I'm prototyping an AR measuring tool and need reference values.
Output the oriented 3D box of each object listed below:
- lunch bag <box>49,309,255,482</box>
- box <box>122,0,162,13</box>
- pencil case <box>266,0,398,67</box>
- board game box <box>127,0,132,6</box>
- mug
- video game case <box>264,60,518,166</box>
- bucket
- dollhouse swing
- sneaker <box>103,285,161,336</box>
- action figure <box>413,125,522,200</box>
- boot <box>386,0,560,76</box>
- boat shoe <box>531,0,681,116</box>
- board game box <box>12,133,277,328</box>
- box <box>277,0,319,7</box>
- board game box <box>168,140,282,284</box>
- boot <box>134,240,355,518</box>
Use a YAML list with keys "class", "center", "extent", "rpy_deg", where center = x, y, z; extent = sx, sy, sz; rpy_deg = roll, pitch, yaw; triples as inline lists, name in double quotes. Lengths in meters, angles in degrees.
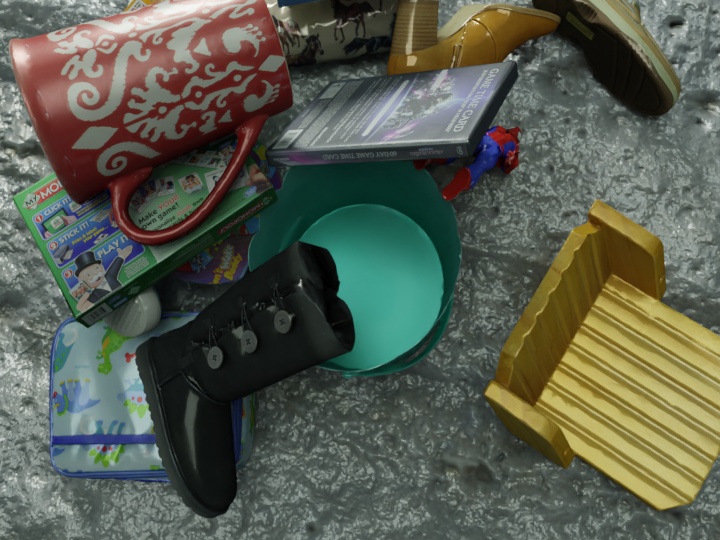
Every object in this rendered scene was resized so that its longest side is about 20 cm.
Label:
- class: "lunch bag"
  center: [-0.200, 0.124, 0.764]
  extent: [0.194, 0.083, 0.166]
  rpy_deg: [0, 80, 6]
- class: "box"
  center: [-0.216, -0.202, 0.780]
  extent: [0.041, 0.119, 0.201]
  rpy_deg: [37, 82, 11]
- class: "pencil case"
  center: [-0.014, -0.273, 0.837]
  extent: [0.194, 0.078, 0.091]
  rpy_deg: [-11, 60, 2]
- class: "board game box"
  center: [-0.210, -0.226, 0.865]
  extent: [0.132, 0.035, 0.205]
  rpy_deg: [17, 80, 8]
- class: "mug"
  center: [-0.158, -0.136, 0.654]
  extent: [0.196, 0.181, 0.134]
  rpy_deg: [-22, 32, -9]
- class: "video game case"
  center: [0.028, -0.139, 0.698]
  extent: [0.195, 0.019, 0.144]
  rpy_deg: [2, 39, 29]
- class: "bucket"
  center: [0.000, 0.000, 0.746]
  extent: [0.201, 0.135, 0.213]
  rpy_deg: [-1, 78, 5]
- class: "dollhouse swing"
  center: [0.244, 0.090, 0.698]
  extent: [0.174, 0.182, 0.202]
  rpy_deg: [29, 80, 31]
- class: "sneaker"
  center: [-0.228, -0.005, 0.761]
  extent: [0.081, 0.076, 0.198]
  rpy_deg: [-17, 35, -36]
- class: "action figure"
  center: [0.117, -0.115, 0.747]
  extent: [0.065, 0.199, 0.052]
  rpy_deg: [42, 119, 11]
- class: "boot"
  center: [0.115, -0.200, 0.813]
  extent: [0.196, 0.071, 0.148]
  rpy_deg: [-6, 109, -23]
- class: "boat shoe"
  center: [0.270, -0.254, 0.820]
  extent: [0.075, 0.072, 0.201]
  rpy_deg: [-34, 78, -20]
- class: "board game box"
  center: [-0.189, -0.063, 0.691]
  extent: [0.198, 0.029, 0.136]
  rpy_deg: [-34, 69, -9]
- class: "box"
  center: [-0.018, -0.321, 0.803]
  extent: [0.133, 0.202, 0.039]
  rpy_deg: [-9, 121, 3]
- class: "board game box"
  center: [-0.152, -0.088, 0.773]
  extent: [0.156, 0.039, 0.203]
  rpy_deg: [33, 54, -15]
- class: "boot"
  center: [-0.084, 0.093, 0.649]
  extent: [0.197, 0.065, 0.168]
  rpy_deg: [-28, 82, 20]
